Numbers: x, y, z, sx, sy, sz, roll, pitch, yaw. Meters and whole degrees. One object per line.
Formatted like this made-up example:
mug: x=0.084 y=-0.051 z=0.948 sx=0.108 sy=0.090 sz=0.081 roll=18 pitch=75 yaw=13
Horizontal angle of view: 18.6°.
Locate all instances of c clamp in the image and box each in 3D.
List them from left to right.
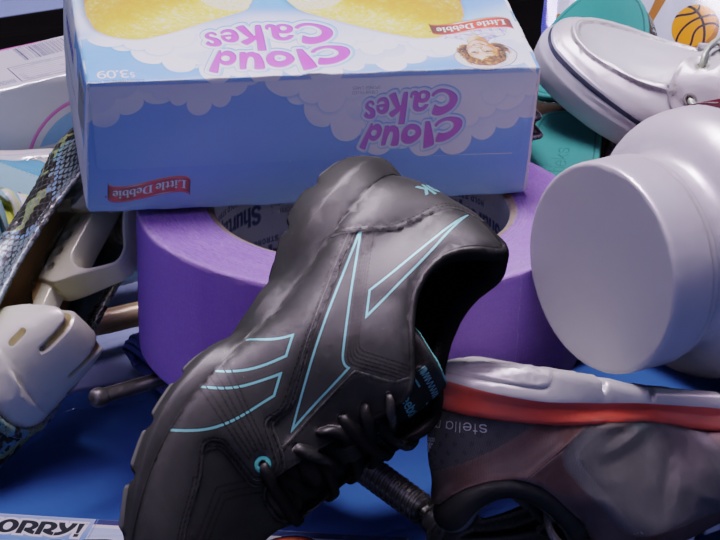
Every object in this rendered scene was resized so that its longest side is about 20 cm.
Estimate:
c clamp: x=0.012 y=0.073 z=0.943 sx=0.199 sy=0.027 sz=0.170 roll=28 pitch=37 yaw=34

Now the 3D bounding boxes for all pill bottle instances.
pill bottle: x=0.172 y=-0.019 z=0.922 sx=0.199 sy=0.114 sz=0.113 roll=-13 pitch=24 yaw=-36

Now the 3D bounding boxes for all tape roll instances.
tape roll: x=0.000 y=0.000 z=0.978 sx=0.198 sy=0.066 sz=0.200 roll=1 pitch=22 yaw=-1

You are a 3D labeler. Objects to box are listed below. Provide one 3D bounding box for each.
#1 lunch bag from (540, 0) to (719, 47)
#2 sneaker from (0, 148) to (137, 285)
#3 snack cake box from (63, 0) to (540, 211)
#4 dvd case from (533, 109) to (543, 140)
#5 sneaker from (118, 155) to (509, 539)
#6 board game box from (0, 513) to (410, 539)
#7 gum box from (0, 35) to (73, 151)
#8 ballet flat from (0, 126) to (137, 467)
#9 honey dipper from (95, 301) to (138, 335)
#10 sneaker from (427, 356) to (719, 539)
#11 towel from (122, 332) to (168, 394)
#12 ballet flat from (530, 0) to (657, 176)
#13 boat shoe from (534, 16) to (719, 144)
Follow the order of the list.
lunch bag: x=0.186 y=-0.128 z=1.236 sx=0.168 sy=0.124 sz=0.201 roll=0 pitch=49 yaw=11
sneaker: x=-0.170 y=-0.013 z=1.069 sx=0.198 sy=0.080 sz=0.131 roll=6 pitch=16 yaw=-21
snack cake box: x=-0.030 y=-0.088 z=0.986 sx=0.198 sy=0.068 sz=0.115 roll=-3 pitch=35 yaw=-12
dvd case: x=-0.009 y=-0.105 z=1.111 sx=0.147 sy=0.016 sz=0.200 roll=-5 pitch=27 yaw=-15
sneaker: x=-0.018 y=0.048 z=0.814 sx=0.079 sy=0.076 sz=0.201 roll=23 pitch=72 yaw=25
board game box: x=-0.089 y=0.145 z=0.826 sx=0.198 sy=0.035 sz=0.136 roll=1 pitch=26 yaw=14
gum box: x=-0.151 y=-0.063 z=1.182 sx=0.199 sy=0.114 sz=0.066 roll=-16 pitch=26 yaw=-21
ballet flat: x=-0.138 y=0.011 z=0.997 sx=0.074 sy=0.074 sz=0.201 roll=8 pitch=60 yaw=26
honey dipper: x=-0.134 y=0.027 z=1.088 sx=0.199 sy=0.038 sz=0.038 roll=-14 pitch=26 yaw=-23
sneaker: x=0.113 y=0.086 z=0.884 sx=0.198 sy=0.083 sz=0.077 roll=10 pitch=-3 yaw=-16
towel: x=0.000 y=0.037 z=1.059 sx=0.199 sy=0.024 sz=0.145 roll=-16 pitch=25 yaw=-25
ballet flat: x=0.110 y=-0.066 z=1.124 sx=0.071 sy=0.072 sz=0.201 roll=3 pitch=38 yaw=17
boat shoe: x=0.183 y=-0.085 z=1.066 sx=0.199 sy=0.067 sz=0.074 roll=25 pitch=42 yaw=4
